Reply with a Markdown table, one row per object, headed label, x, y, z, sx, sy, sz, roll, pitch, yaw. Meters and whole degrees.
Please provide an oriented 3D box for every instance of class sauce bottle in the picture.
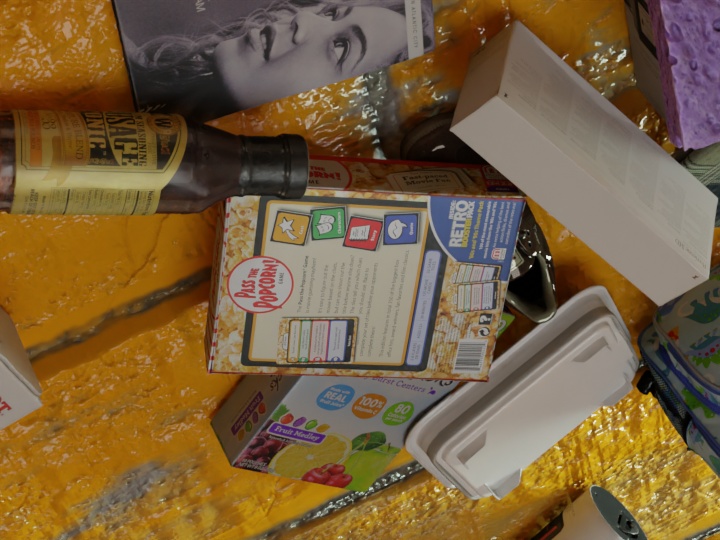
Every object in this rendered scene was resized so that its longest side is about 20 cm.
| label | x | y | z | sx | sy | sz | roll | pitch | yaw |
| --- | --- | --- | --- | --- | --- | --- | --- | --- | --- |
| sauce bottle | -0.132 | -0.066 | 1.071 | 0.199 | 0.066 | 0.066 | -2 | 133 | -20 |

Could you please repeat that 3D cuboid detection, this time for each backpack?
| label | x | y | z | sx | sy | sz | roll | pitch | yaw |
| --- | --- | --- | --- | --- | --- | --- | --- | --- | --- |
| backpack | 0.334 | 0.085 | 1.402 | 0.183 | 0.200 | 0.147 | -31 | 140 | -1 |

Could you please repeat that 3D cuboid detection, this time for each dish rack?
| label | x | y | z | sx | sy | sz | roll | pitch | yaw |
| --- | --- | --- | --- | --- | --- | --- | --- | --- | --- |
| dish rack | 0.140 | 0.109 | 1.401 | 0.200 | 0.044 | 0.172 | -40 | 151 | 0 |

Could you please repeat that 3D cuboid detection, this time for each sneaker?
| label | x | y | z | sx | sy | sz | roll | pitch | yaw |
| --- | --- | --- | --- | --- | --- | --- | --- | --- | --- |
| sneaker | 0.096 | -0.035 | 1.241 | 0.070 | 0.076 | 0.200 | -35 | 140 | 7 |

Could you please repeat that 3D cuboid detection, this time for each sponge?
| label | x | y | z | sx | sy | sz | roll | pitch | yaw |
| --- | --- | --- | --- | --- | --- | --- | --- | --- | --- |
| sponge | 0.280 | -0.160 | 1.116 | 0.199 | 0.030 | 0.112 | -20 | 112 | -9 |

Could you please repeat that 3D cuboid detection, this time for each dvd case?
| label | x | y | z | sx | sy | sz | roll | pitch | yaw |
| --- | --- | --- | --- | --- | --- | --- | --- | --- | --- |
| dvd case | -0.050 | -0.165 | 1.070 | 0.199 | 0.016 | 0.149 | -19 | 138 | -12 |

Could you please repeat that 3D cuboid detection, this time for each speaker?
| label | x | y | z | sx | sy | sz | roll | pitch | yaw |
| --- | --- | --- | --- | --- | --- | --- | --- | --- | --- |
| speaker | 0.171 | 0.289 | 1.615 | 0.200 | 0.081 | 0.081 | -44 | 137 | 18 |

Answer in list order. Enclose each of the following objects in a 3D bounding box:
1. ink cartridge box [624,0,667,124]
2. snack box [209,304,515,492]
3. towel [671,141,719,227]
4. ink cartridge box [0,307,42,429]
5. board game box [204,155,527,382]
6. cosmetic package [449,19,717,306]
| label | x | y | z | sx | sy | sz | roll | pitch | yaw |
| --- | --- | --- | --- | --- | --- | --- | --- | --- | --- |
| ink cartridge box | 0.238 | -0.195 | 1.164 | 0.115 | 0.067 | 0.200 | -25 | 140 | -4 |
| snack box | 0.000 | 0.075 | 1.317 | 0.142 | 0.053 | 0.200 | 17 | 122 | -41 |
| towel | 0.288 | -0.089 | 1.273 | 0.192 | 0.035 | 0.200 | -3 | 153 | -44 |
| ink cartridge box | -0.324 | 0.070 | 1.102 | 0.200 | 0.084 | 0.145 | -30 | 140 | 2 |
| board game box | 0.000 | 0.000 | 1.185 | 0.199 | 0.046 | 0.152 | 3 | 121 | -11 |
| cosmetic package | 0.151 | -0.069 | 1.169 | 0.200 | 0.083 | 0.051 | 38 | 131 | -20 |
